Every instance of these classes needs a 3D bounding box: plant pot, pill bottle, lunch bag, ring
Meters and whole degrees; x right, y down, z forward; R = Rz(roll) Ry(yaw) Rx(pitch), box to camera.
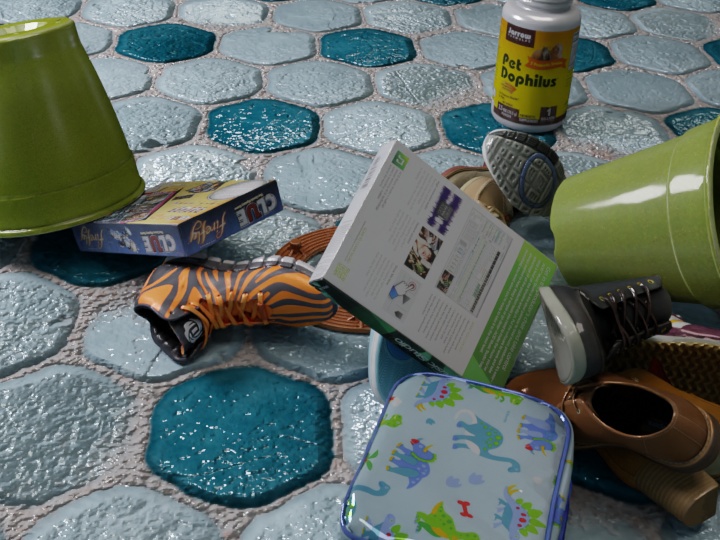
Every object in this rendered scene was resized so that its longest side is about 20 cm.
[{"bbox_3d":[0.296,-0.047,1.000,0.188,0.203,0.199,-6,21,41],"label":"plant pot"},{"bbox_3d":[0.241,-0.301,1.381,0.107,0.203,0.110,2,32,-1],"label":"pill bottle"},{"bbox_3d":[0.077,0.170,0.749,0.158,0.084,0.201,10,33,13],"label":"lunch bag"},{"bbox_3d":[0.000,0.000,1.067,0.196,0.020,0.202,1,33,-1],"label":"ring"},{"bbox_3d":[-0.350,-0.164,1.089,0.196,0.196,0.201,-7,22,3],"label":"plant pot"}]

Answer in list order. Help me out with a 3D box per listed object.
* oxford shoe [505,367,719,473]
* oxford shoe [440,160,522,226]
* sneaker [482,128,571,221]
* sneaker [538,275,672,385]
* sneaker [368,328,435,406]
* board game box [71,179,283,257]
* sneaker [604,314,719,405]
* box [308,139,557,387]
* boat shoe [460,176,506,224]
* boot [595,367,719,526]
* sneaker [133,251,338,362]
[{"bbox_3d":[0.184,0.105,0.806,0.198,0.071,0.072,3,66,50],"label":"oxford shoe"},{"bbox_3d":[0.136,-0.078,1.153,0.198,0.071,0.074,-27,49,-36],"label":"oxford shoe"},{"bbox_3d":[0.204,-0.091,1.128,0.199,0.075,0.087,35,6,-26],"label":"sneaker"},{"bbox_3d":[0.202,0.036,0.813,0.104,0.076,0.200,-14,3,10],"label":"sneaker"},{"bbox_3d":[0.035,0.034,0.953,0.079,0.203,0.130,24,-18,-21],"label":"sneaker"},{"bbox_3d":[-0.195,-0.057,1.060,0.198,0.035,0.135,4,25,45],"label":"board game box"},{"bbox_3d":[0.287,0.063,0.940,0.196,0.076,0.091,10,39,9],"label":"sneaker"},{"bbox_3d":[0.068,0.004,0.883,0.199,0.036,0.146,35,69,-16],"label":"box"},{"bbox_3d":[0.127,-0.031,1.049,0.064,0.071,0.202,-21,32,37],"label":"boat shoe"},{"bbox_3d":[0.290,0.124,0.849,0.198,0.072,0.144,-18,38,-22],"label":"boot"},{"bbox_3d":[-0.124,0.043,0.951,0.196,0.079,0.113,4,35,22],"label":"sneaker"}]
